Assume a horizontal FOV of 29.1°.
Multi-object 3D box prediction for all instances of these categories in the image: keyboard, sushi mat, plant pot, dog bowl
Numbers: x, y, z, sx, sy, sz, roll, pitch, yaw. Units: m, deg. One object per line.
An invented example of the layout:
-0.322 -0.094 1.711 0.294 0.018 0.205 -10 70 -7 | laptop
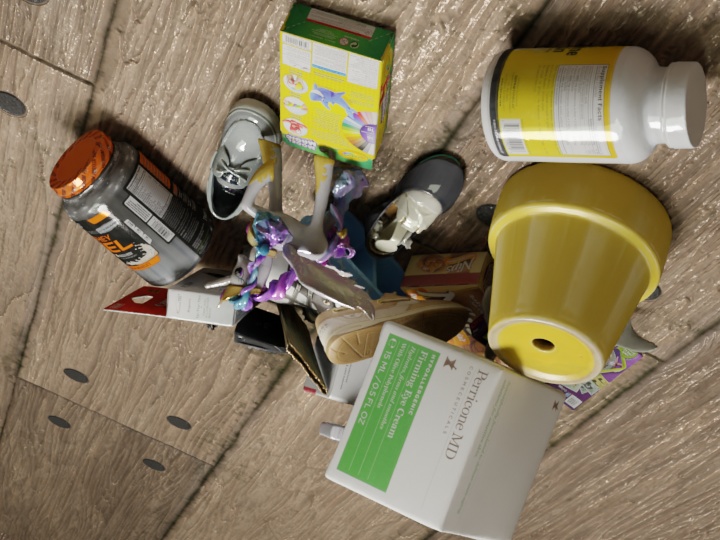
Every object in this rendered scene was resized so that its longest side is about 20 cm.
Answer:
-0.154 0.074 1.884 0.127 0.021 0.200 20 -172 -3 | keyboard
-0.085 0.091 1.878 0.012 0.200 0.096 -34 114 5 | sushi mat
0.226 0.012 1.535 0.200 0.189 0.201 16 148 10 | plant pot
0.000 0.000 1.741 0.049 0.112 0.200 -26 129 23 | dog bowl

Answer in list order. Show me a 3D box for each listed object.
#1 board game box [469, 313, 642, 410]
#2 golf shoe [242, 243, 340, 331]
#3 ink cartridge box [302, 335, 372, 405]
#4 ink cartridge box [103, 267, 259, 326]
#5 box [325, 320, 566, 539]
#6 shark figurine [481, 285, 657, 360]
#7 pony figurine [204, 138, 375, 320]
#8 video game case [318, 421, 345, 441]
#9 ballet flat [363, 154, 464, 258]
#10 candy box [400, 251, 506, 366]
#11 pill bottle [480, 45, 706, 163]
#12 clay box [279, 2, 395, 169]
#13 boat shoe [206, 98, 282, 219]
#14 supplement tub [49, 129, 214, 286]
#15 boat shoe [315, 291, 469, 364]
0.245 0.088 1.732 0.120 0.032 0.200 -38 123 25 | board game box
-0.069 0.014 1.843 0.094 0.078 0.200 -17 143 43 | golf shoe
0.039 0.155 1.903 0.199 0.084 0.145 17 174 -16 | ink cartridge box
-0.230 0.028 1.853 0.173 0.044 0.200 8 -171 5 | ink cartridge box
0.102 0.192 1.616 0.171 0.200 0.200 20 177 32 | box
0.234 0.097 1.668 0.214 0.090 0.128 10 127 -14 | shark figurine
-0.064 -0.031 1.590 0.192 0.201 0.167 17 -178 -6 | pony figurine
0.039 0.237 1.876 0.182 0.022 0.200 15 173 -4 | video game case
0.059 -0.065 1.636 0.073 0.073 0.200 30 148 -14 | ballet flat
0.150 0.057 1.783 0.115 0.055 0.200 -3 141 35 | candy box
0.225 -0.159 1.339 0.199 0.112 0.112 4 145 28 | pill bottle
-0.028 -0.194 1.507 0.114 0.048 0.200 18 151 7 | clay box
-0.143 -0.126 1.663 0.070 0.072 0.201 23 148 -1 | boat shoe
-0.294 -0.081 1.780 0.122 0.123 0.200 -12 136 43 | supplement tub
0.038 0.058 1.685 0.199 0.069 0.074 -8 133 -30 | boat shoe
